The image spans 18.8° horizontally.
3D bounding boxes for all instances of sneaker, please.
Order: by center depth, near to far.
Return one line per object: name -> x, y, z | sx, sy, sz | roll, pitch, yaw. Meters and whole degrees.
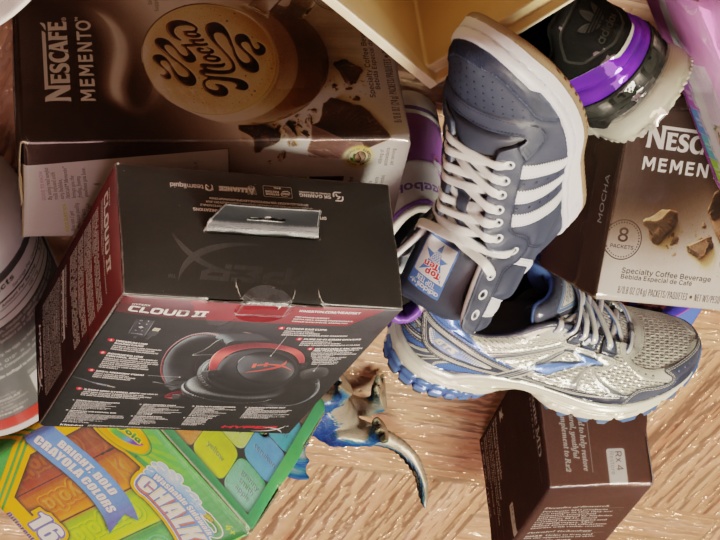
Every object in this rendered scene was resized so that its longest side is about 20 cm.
sneaker -> 0.057, -0.040, 1.090 | 0.109, 0.070, 0.200 | -48, 156, -12
sneaker -> 0.085, -0.112, 1.161 | 0.099, 0.070, 0.200 | 34, 159, -20
sneaker -> -0.001, 0.000, 1.281 | 0.072, 0.115, 0.201 | 2, 143, -17
sneaker -> 0.119, 0.037, 1.314 | 0.199, 0.077, 0.085 | 2, 138, -15

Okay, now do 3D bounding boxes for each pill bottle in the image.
pill bottle -> -0.233, -0.003, 1.224 | 0.115, 0.116, 0.200 | -11, 142, 3

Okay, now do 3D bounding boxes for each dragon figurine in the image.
dragon figurine -> -0.035, 0.099, 1.448 | 0.099, 0.059, 0.200 | -22, 137, 20

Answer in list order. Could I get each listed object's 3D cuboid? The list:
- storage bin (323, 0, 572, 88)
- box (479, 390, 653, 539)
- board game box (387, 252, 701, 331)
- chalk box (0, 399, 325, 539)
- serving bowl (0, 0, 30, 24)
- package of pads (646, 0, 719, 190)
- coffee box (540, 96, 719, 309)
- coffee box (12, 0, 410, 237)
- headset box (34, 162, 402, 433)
storage bin -> 0.047, -0.213, 1.023 | 0.198, 0.094, 0.200 | -30, 138, 26
box -> 0.134, 0.127, 1.450 | 0.075, 0.100, 0.200 | -1, 157, -10
board game box -> 0.126, -0.011, 1.349 | 0.199, 0.045, 0.135 | 4, 141, -17
chalk box -> -0.115, 0.095, 1.315 | 0.200, 0.124, 0.125 | -29, 108, 39
serving bowl -> -0.237, -0.190, 1.014 | 0.199, 0.066, 0.200 | -6, 141, -5
package of pads -> 0.240, -0.092, 1.154 | 0.120, 0.076, 0.200 | -29, 111, -8
coffee box -> 0.217, -0.038, 1.253 | 0.199, 0.080, 0.113 | 7, 101, -20
coffee box -> -0.083, -0.086, 1.149 | 0.199, 0.113, 0.080 | -2, 143, -10
headset box -> -0.076, 0.015, 1.130 | 0.148, 0.075, 0.200 | 3, 155, -20
